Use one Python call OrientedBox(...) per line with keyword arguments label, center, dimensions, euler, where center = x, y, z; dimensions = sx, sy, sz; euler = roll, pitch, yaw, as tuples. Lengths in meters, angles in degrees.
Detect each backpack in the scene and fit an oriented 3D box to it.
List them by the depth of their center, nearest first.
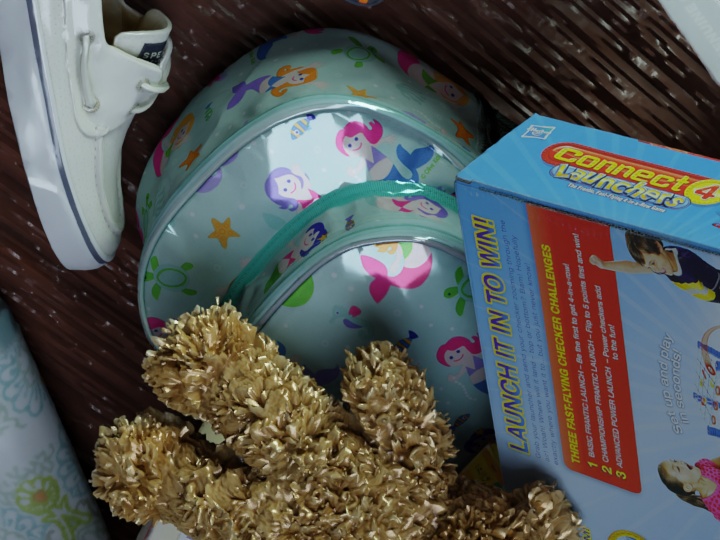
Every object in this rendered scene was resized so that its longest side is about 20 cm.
OrientedBox(label="backpack", center=(0.000, 0.000, 1.013), dimensions=(0.200, 0.151, 0.178), euler=(38, 114, -21))

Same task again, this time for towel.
OrientedBox(label="towel", center=(-0.237, 0.107, 1.116), dimensions=(0.200, 0.048, 0.171), euler=(-15, 127, 5))

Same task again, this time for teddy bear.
OrientedBox(label="teddy bear", center=(-0.012, 0.096, 0.918), dimensions=(0.145, 0.067, 0.200), euler=(-44, 92, 4))

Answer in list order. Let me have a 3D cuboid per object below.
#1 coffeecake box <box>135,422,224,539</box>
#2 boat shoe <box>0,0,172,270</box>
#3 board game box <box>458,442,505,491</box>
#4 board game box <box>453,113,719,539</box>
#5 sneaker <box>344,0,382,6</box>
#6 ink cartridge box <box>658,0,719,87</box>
OrientedBox(label="coffeecake box", center=(-0.082, 0.166, 1.043), dimensions=(0.073, 0.154, 0.200), euler=(26, 163, -3))
OrientedBox(label="boat shoe", center=(-0.114, -0.091, 0.985), dimensions=(0.070, 0.071, 0.200), euler=(-6, 117, 2))
OrientedBox(label="board game box", center=(0.100, 0.102, 1.068), dimensions=(0.200, 0.030, 0.096), euler=(-5, 145, -46))
OrientedBox(label="board game box", center=(0.141, 0.055, 0.879), dimensions=(0.196, 0.056, 0.200), euler=(18, 133, 36))
OrientedBox(label="sneaker", center=(0.046, -0.163, 0.955), dimensions=(0.199, 0.078, 0.112), euler=(14, 126, -2))
OrientedBox(label="ink cartridge box", center=(0.180, -0.191, 0.895), dimensions=(0.200, 0.057, 0.163), euler=(-36, 86, 12))
